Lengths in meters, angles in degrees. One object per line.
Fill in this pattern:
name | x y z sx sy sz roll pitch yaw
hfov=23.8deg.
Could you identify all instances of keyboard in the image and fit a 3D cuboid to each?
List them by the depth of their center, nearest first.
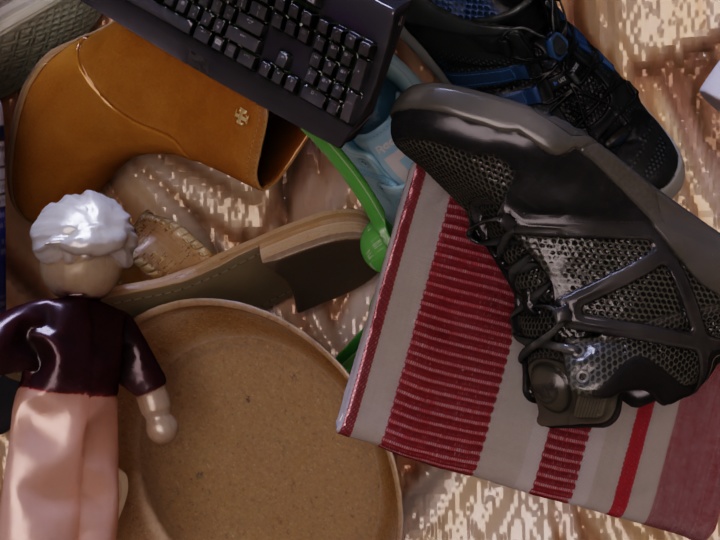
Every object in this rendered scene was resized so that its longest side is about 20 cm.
keyboard | -0.059 -0.151 0.789 0.200 0.021 0.127 31 113 27

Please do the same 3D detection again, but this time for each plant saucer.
plant saucer | -0.061 0.108 0.889 0.200 0.035 0.200 7 105 26

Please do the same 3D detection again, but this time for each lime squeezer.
lime squeezer | 0.000 0.000 0.867 0.071 0.038 0.200 4 130 0

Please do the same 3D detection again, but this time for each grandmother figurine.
grandmother figurine | -0.145 0.059 0.832 0.061 0.121 0.200 -1 79 43

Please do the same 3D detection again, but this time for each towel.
towel | 0.099 0.039 0.842 0.200 0.023 0.144 17 83 -12

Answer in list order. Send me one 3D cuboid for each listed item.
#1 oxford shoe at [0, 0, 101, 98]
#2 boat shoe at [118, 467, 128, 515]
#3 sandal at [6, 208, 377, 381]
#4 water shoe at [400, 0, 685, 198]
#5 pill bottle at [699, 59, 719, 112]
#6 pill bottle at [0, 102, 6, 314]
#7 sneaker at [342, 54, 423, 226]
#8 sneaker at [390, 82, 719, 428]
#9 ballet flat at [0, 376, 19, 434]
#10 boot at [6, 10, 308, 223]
oxford shoe | -0.228 -0.114 0.927 0.200 0.075 0.058 -30 73 11
boat shoe | -0.199 0.161 0.912 0.062 0.073 0.200 48 113 22
sandal | -0.095 -0.003 0.914 0.212 0.078 0.070 -18 55 4
water shoe | 0.081 -0.104 0.853 0.200 0.079 0.072 41 76 8
pill bottle | 0.257 -0.141 0.809 0.116 0.116 0.200 36 97 9
pill bottle | -0.235 -0.043 0.838 0.120 0.120 0.200 1 95 11
sneaker | 0.026 -0.051 0.871 0.200 0.082 0.074 45 99 8
sneaker | 0.085 0.000 0.790 0.199 0.076 0.114 35 74 -15
ballet flat | -0.283 0.048 0.938 0.200 0.073 0.073 20 94 10
boot | -0.097 -0.075 0.865 0.144 0.071 0.201 42 115 31
